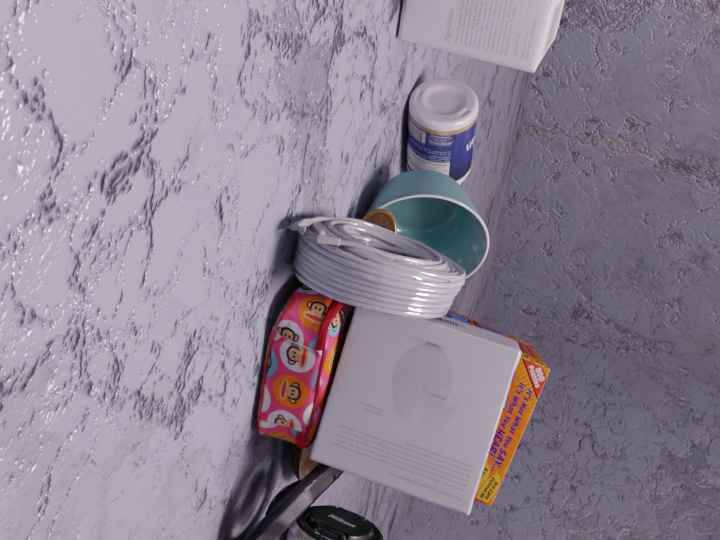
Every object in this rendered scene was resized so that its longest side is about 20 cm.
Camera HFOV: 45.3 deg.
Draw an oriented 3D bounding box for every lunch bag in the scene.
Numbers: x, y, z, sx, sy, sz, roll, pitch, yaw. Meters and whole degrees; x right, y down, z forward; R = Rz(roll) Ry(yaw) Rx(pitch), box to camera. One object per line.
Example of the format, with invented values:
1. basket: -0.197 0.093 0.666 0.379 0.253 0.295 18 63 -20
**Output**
1. lunch bag: -0.058 0.100 1.076 0.176 0.081 0.202 -54 160 -64

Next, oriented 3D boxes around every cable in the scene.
1. cable: 0.021 -0.003 1.001 0.200 0.198 0.070 -35 145 -76

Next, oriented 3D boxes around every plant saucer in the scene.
1. plant saucer: -0.064 0.217 1.290 0.200 0.032 0.202 16 90 -78

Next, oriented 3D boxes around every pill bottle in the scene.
1. pill bottle: 0.131 -0.205 1.419 0.201 0.110 0.112 89 22 -53

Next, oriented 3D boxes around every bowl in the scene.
1. bowl: 0.092 -0.074 1.301 0.202 0.198 0.106 92 1 -48

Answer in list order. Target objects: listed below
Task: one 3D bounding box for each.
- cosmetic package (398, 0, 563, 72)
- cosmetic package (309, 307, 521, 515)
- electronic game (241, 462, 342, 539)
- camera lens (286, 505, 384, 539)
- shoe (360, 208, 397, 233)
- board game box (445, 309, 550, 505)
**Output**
1. cosmetic package: 0.175 -0.392 1.175 0.165 0.198 0.166 -55 159 -53
2. cosmetic package: 0.068 0.154 1.042 0.123 0.198 0.202 -8 116 -82
3. electronic game: -0.091 0.299 1.105 0.200 0.042 0.200 -43 171 -8
4. camera lens: -0.054 0.491 1.376 0.160 0.158 0.202 -14 119 -75
5. shoe: 0.000 0.000 1.231 0.053 0.069 0.202 -93 -159 -68
6. board game box: 0.126 0.173 1.227 0.200 0.198 0.201 -51 164 -84
